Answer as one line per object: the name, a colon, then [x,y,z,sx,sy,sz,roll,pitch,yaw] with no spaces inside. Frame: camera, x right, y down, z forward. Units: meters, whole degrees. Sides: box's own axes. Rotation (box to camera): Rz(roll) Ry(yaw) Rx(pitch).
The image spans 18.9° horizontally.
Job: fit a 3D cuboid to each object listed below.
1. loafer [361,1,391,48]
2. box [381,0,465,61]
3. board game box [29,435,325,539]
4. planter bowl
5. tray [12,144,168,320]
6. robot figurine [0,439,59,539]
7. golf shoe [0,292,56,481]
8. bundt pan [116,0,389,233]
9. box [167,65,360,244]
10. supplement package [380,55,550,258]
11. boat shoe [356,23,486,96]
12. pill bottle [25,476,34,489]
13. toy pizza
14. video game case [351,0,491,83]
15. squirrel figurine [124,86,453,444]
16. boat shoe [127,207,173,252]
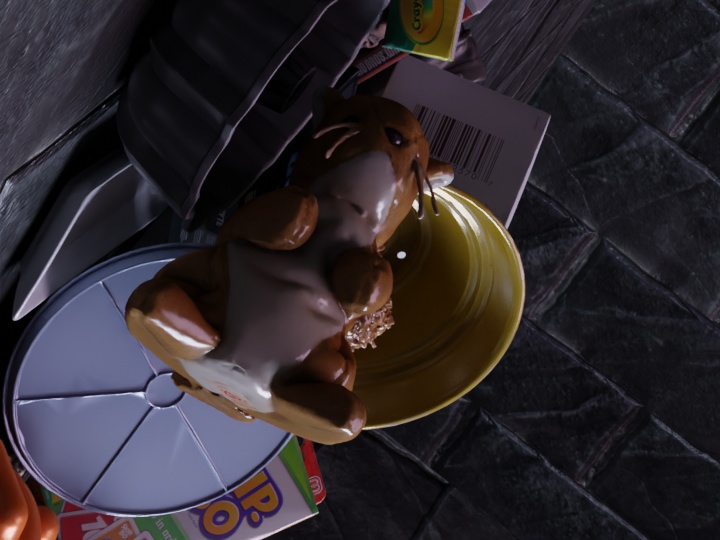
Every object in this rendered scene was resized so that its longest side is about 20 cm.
loafer: [-0.005,-0.173,1.442,0.063,0.072,0.200,-47,180,16]
box: [0.054,-0.228,1.308,0.117,0.048,0.201,-57,160,-84]
board game box: [-0.113,0.146,1.428,0.200,0.096,0.030,-23,-166,-30]
planter bowl: [0.000,0.000,1.393,0.201,0.200,0.084,-54,-154,25]
tray: [-0.144,-0.048,1.299,0.108,0.022,0.200,-56,174,30]
robot figurine: [-0.262,0.178,1.290,0.200,0.116,0.144,-58,178,42]
golf shoe: [-0.205,0.071,1.386,0.200,0.077,0.088,-46,-169,2]
bundt pan: [-0.062,-0.122,1.201,0.202,0.076,0.202,-52,174,-7]
box: [-0.072,-0.029,1.438,0.159,0.046,0.200,-47,158,-47]
supplement package: [0.044,-0.036,1.537,0.200,0.117,0.118,107,6,-59]
boat shoe: [0.000,-0.115,1.580,0.200,0.057,0.067,-32,-170,5]
pill bottle: [-0.203,0.157,1.514,0.111,0.111,0.200,-51,-166,-15]
toy pizza: [-0.123,0.066,1.337,0.200,0.200,0.032,-54,-146,16]
video game case: [0.017,-0.159,1.516,0.200,0.017,0.143,-29,-169,26]
squirrel figurine: [-0.032,-0.008,1.228,0.187,0.141,0.200,-62,-179,-15]
boat shoe: [-0.142,0.018,1.514,0.199,0.068,0.074,-49,174,-33]
